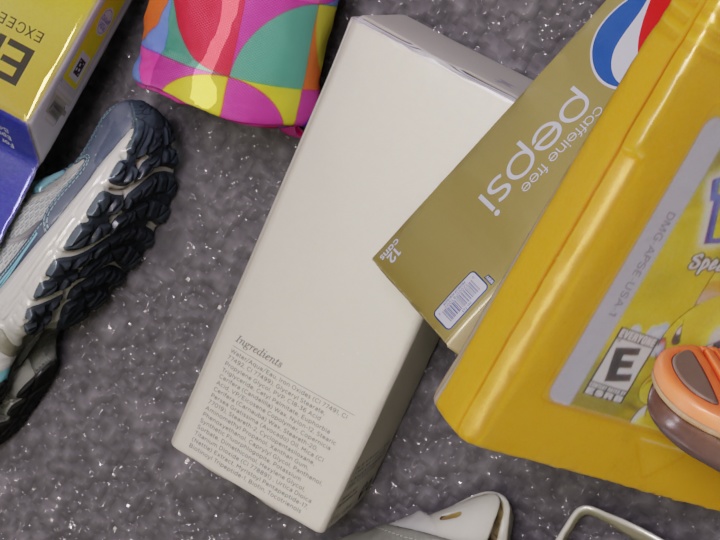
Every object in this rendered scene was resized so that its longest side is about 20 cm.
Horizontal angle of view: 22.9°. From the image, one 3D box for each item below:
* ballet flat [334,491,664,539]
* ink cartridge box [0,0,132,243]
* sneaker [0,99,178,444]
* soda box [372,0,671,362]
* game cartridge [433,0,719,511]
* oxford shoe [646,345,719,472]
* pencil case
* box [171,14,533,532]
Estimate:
[{"bbox_3d":[0.070,0.127,0.749,0.198,0.067,0.064,11,74,17],"label":"ballet flat"},{"bbox_3d":[-0.195,-0.139,0.769,0.197,0.047,0.201,27,82,13],"label":"ink cartridge box"},{"bbox_3d":[-0.161,-0.005,0.796,0.086,0.078,0.200,43,109,12],"label":"sneaker"},{"bbox_3d":[0.102,-0.046,0.664,0.200,0.068,0.064,-47,41,6],"label":"soda box"},{"bbox_3d":[0.143,-0.007,0.647,0.201,0.175,0.032,-60,37,18],"label":"game cartridge"},{"bbox_3d":[0.174,0.094,0.655,0.199,0.071,0.073,30,114,-21],"label":"oxford shoe"},{"bbox_3d":[-0.036,-0.155,0.725,0.088,0.088,0.202,18,104,16],"label":"pencil case"},{"bbox_3d":[0.000,0.000,0.742,0.082,0.068,0.201,29,106,13],"label":"box"}]
